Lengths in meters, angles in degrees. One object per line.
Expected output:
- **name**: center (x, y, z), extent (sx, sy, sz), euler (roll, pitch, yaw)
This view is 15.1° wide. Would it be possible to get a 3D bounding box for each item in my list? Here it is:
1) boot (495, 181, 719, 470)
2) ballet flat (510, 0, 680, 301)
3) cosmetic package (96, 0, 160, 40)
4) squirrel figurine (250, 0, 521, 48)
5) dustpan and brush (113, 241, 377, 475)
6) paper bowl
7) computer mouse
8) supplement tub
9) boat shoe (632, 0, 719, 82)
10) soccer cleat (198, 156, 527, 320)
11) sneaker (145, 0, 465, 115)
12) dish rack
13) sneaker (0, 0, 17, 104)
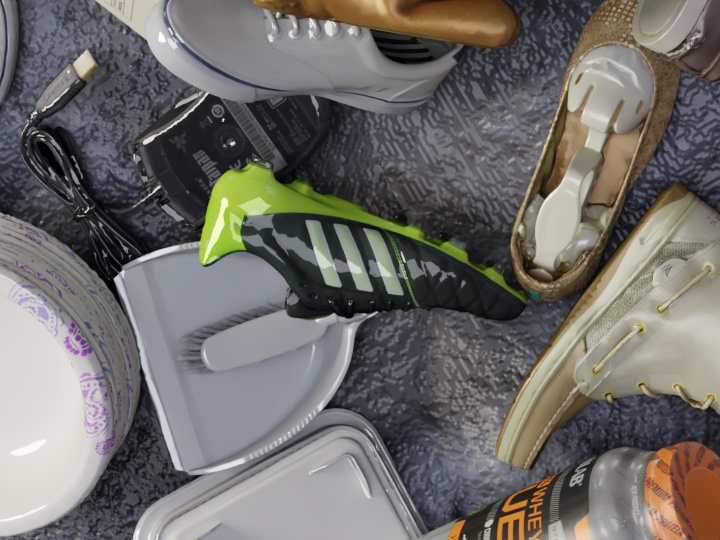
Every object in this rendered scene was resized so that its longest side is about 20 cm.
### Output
- **boot**: center (0.188, 0.069, 1.616), extent (0.155, 0.072, 0.200), euler (36, 100, 3)
- **ballet flat**: center (0.140, -0.072, 1.608), extent (0.070, 0.065, 0.200), euler (18, 101, 10)
- **cosmetic package**: center (-0.167, -0.231, 1.619), extent (0.200, 0.105, 0.071), euler (38, 68, 5)
- **squirrel figurine**: center (0.016, -0.226, 1.492), extent (0.200, 0.142, 0.187), euler (10, 95, 8)
- **dustpan and brush**: center (-0.034, 0.032, 1.660), extent (0.200, 0.057, 0.140), euler (-19, 92, -16)
- **paper bowl**: center (-0.232, 0.055, 1.667), extent (0.200, 0.104, 0.201), euler (8, 120, 14)
- **computer mouse**: center (-0.114, -0.091, 1.672), extent (0.200, 0.046, 0.140), euler (-39, 92, 25)
- **supplement tub**: center (0.129, 0.181, 1.595), extent (0.200, 0.123, 0.123), euler (-28, 92, 30)
- **boat shoe**: center (0.234, -0.205, 1.571), extent (0.059, 0.072, 0.200), euler (29, 92, -25)
- **soccer cleat**: center (0.000, 0.000, 1.622), extent (0.200, 0.068, 0.081), euler (22, 91, -3)
- **sneaker**: center (-0.029, -0.141, 1.579), extent (0.071, 0.200, 0.073), euler (-44, 53, 43)
- **dish rack**: center (-0.026, 0.202, 1.660), extent (0.171, 0.044, 0.200), euler (-28, 93, -13)
- **sneaker**: center (-0.272, -0.094, 1.680), extent (0.073, 0.071, 0.200), euler (25, 102, 7)
